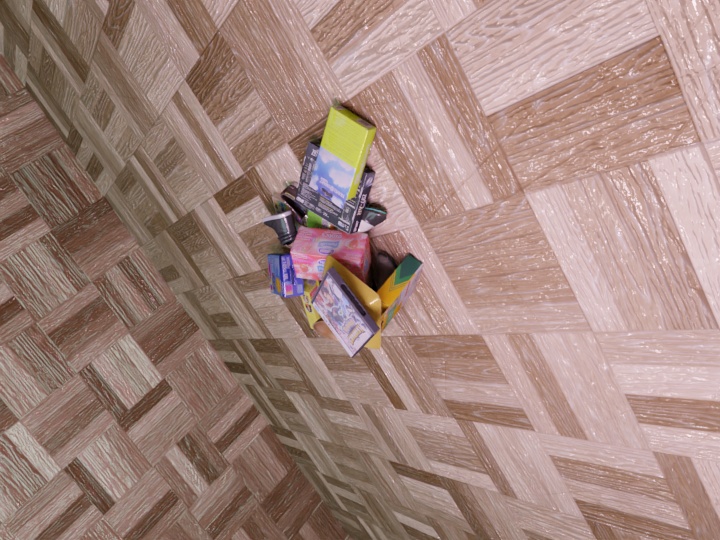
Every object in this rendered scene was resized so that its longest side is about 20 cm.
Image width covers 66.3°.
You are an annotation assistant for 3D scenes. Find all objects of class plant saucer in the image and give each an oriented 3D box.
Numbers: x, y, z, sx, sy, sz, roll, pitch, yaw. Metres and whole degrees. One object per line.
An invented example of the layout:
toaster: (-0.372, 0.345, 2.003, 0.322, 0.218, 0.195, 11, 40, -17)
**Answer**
plant saucer: (-0.031, 0.092, 1.387, 0.198, 0.048, 0.204, 38, 147, 32)
plant saucer: (-0.040, 0.166, 1.576, 0.193, 0.037, 0.201, 11, 157, 5)

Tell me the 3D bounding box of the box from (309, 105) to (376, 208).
box: (-0.045, -0.268, 1.311, 0.120, 0.047, 0.205, 35, 123, 22)

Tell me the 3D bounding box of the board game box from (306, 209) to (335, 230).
board game box: (-0.103, -0.204, 1.481, 0.094, 0.029, 0.208, 19, 114, 41)

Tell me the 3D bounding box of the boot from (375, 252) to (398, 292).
boot: (0.056, 0.065, 1.534, 0.066, 0.130, 0.205, 19, 139, 38)

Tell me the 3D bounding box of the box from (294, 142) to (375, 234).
box: (-0.070, -0.212, 1.406, 0.197, 0.043, 0.165, 31, 116, 26)

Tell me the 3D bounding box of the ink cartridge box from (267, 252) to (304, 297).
ink cartridge box: (-0.247, 0.012, 1.849, 0.198, 0.074, 0.142, 5, 102, 63)

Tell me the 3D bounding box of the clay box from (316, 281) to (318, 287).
clay box: (-0.086, 0.078, 1.819, 0.113, 0.047, 0.205, 26, 142, 34)

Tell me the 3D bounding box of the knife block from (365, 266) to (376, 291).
knife block: (0.000, 0.000, 1.594, 0.062, 0.175, 0.208, -8, 85, 12)

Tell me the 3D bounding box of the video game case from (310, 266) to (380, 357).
video game case: (-0.043, 0.108, 1.345, 0.182, 0.025, 0.201, 52, 152, 9)

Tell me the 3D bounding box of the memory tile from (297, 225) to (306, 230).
memory tile: (-0.105, -0.057, 1.680, 0.196, 0.017, 0.155, 31, 157, 15)

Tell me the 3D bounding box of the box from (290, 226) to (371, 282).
box: (-0.076, -0.038, 1.455, 0.193, 0.097, 0.104, 7, 140, 13)

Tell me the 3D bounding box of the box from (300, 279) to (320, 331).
box: (-0.157, 0.123, 1.937, 0.049, 0.076, 0.205, 16, 136, 30)

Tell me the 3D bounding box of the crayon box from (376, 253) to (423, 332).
crayon box: (0.082, 0.069, 1.433, 0.051, 0.201, 0.127, 32, 147, 15)

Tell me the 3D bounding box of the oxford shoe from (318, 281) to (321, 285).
oxford shoe: (-0.107, 0.020, 1.685, 0.198, 0.085, 0.073, 32, 166, 47)

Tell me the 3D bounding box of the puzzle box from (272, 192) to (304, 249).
puzzle box: (-0.215, -0.140, 1.770, 0.131, 0.025, 0.204, 28, 143, 31)

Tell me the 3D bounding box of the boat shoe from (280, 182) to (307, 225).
boat shoe: (-0.155, -0.167, 1.627, 0.201, 0.059, 0.072, 49, 149, 1)

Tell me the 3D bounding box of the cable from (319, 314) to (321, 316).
cable: (-0.031, 0.111, 1.674, 0.164, 0.192, 0.053, -104, 19, -65)

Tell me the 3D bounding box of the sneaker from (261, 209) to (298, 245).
sneaker: (-0.248, -0.125, 1.700, 0.198, 0.069, 0.103, 3, 113, 63)

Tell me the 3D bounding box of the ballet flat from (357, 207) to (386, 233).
ballet flat: (-0.009, -0.137, 1.456, 0.067, 0.071, 0.197, 20, -179, -44)
